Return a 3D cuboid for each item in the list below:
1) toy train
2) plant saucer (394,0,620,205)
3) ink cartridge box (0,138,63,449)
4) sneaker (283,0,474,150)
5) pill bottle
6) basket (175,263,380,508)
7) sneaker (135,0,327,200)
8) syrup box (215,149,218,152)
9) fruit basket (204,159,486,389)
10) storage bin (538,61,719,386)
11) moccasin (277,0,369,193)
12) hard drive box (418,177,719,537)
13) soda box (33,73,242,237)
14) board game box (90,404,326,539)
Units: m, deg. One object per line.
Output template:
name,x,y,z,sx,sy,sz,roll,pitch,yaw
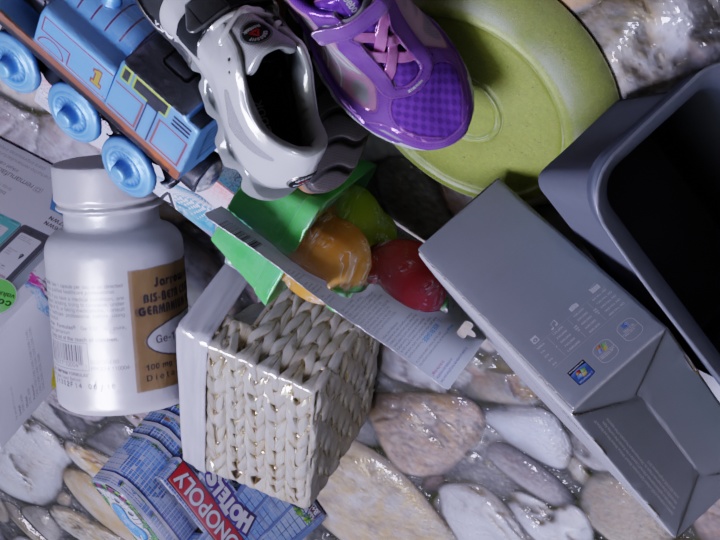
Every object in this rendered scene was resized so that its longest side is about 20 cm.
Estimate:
toy train,-0.162,-0.137,1.055,0.200,0.087,0.114,42,141,6
plant saucer,0.074,-0.114,1.052,0.200,0.031,0.200,24,143,19
ink cartridge box,-0.319,0.019,1.409,0.146,0.200,0.146,26,144,16
sneaker,-0.001,-0.150,0.959,0.200,0.080,0.088,52,-178,-16
pill bottle,-0.199,0.009,1.314,0.114,0.114,0.201,6,105,38
basket,-0.064,0.084,1.312,0.123,0.136,0.200,24,144,15
sneaker,-0.073,-0.145,0.966,0.200,0.074,0.088,60,154,-2
syrup box,-0.105,-0.179,1.094,0.079,0.081,0.200,8,135,41
fruit basket,0.000,0.000,1.131,0.200,0.185,0.094,39,115,3
storage bin,0.207,-0.026,0.959,0.200,0.146,0.134,50,171,-17
moccasin,-0.040,-0.150,1.045,0.078,0.074,0.202,18,126,53
hard drive box,0.143,0.053,1.031,0.156,0.077,0.200,49,179,-40
soda box,-0.152,-0.108,1.235,0.200,0.064,0.068,38,145,2
board game box,-0.152,0.233,1.503,0.062,0.200,0.200,-4,128,45
